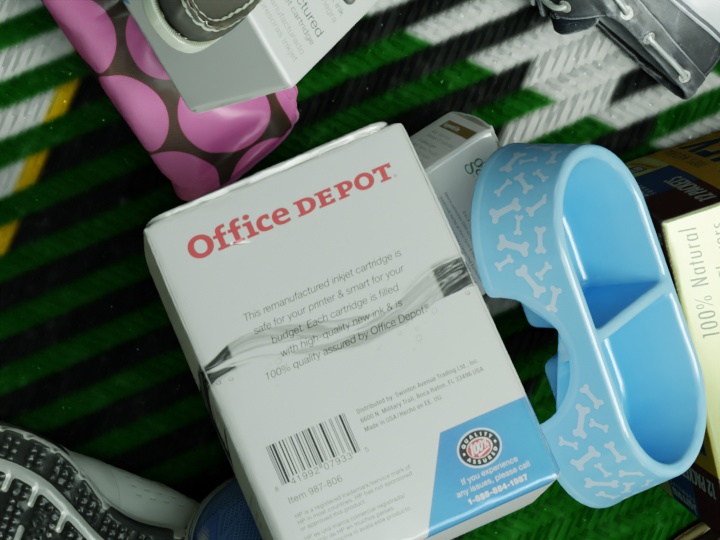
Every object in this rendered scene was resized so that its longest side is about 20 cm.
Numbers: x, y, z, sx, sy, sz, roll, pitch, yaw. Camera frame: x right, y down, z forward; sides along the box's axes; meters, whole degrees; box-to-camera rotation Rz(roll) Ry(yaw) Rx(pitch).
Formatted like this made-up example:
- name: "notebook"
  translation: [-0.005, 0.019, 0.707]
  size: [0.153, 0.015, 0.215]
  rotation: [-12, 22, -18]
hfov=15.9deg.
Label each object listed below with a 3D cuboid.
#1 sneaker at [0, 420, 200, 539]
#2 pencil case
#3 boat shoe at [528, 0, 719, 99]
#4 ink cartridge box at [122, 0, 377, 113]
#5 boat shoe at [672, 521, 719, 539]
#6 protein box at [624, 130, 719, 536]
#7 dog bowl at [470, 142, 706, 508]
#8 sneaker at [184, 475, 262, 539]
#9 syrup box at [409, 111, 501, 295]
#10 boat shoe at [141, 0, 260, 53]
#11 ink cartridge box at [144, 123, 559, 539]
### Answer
- name: "sneaker"
  translation: [-0.142, 0.142, 1.430]
  size: [0.199, 0.080, 0.074]
  rotation: [30, 102, -4]
- name: "pencil case"
  translation: [-0.110, -0.138, 1.362]
  size: [0.093, 0.091, 0.201]
  rotation: [-35, 112, -4]
- name: "boat shoe"
  translation: [0.124, -0.164, 1.435]
  size: [0.199, 0.072, 0.068]
  rotation: [33, 91, -27]
- name: "ink cartridge box"
  translation: [-0.041, -0.200, 1.320]
  size: [0.200, 0.084, 0.145]
  rotation: [-48, 116, -37]
- name: "boat shoe"
  translation: [0.225, 0.186, 1.539]
  size: [0.200, 0.068, 0.072]
  rotation: [-46, 110, -2]
- name: "protein box"
  translation: [0.257, 0.020, 1.475]
  size: [0.199, 0.135, 0.200]
  rotation: [-18, 107, -11]
- name: "dog bowl"
  translation: [0.125, 0.025, 1.355]
  size: [0.111, 0.049, 0.201]
  rotation: [-32, 106, -51]
- name: "sneaker"
  translation: [-0.021, 0.107, 1.396]
  size: [0.078, 0.089, 0.200]
  rotation: [40, 46, 10]
- name: "syrup box"
  translation: [0.000, 0.000, 1.426]
  size: [0.199, 0.081, 0.079]
  rotation: [-33, 106, -7]
- name: "boat shoe"
  translation: [-0.041, -0.192, 1.220]
  size: [0.072, 0.060, 0.202]
  rotation: [41, 59, -31]
- name: "ink cartridge box"
  translation: [-0.008, 0.047, 1.312]
  size: [0.144, 0.084, 0.201]
  rotation: [-22, 80, -9]
